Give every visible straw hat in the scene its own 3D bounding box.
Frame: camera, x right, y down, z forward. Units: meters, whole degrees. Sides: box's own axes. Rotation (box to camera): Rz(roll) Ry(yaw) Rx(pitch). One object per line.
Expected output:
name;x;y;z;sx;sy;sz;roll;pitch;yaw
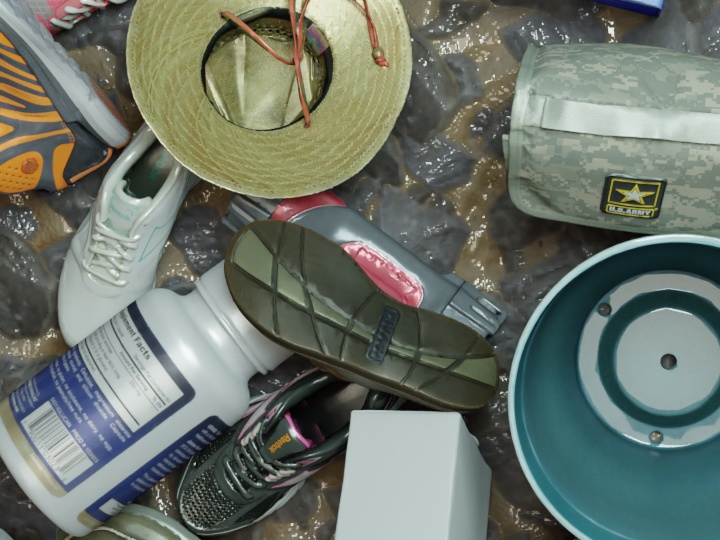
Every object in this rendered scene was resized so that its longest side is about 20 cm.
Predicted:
straw hat;-0.067;-0.130;1.118;0.201;0.085;0.201;4;75;-16

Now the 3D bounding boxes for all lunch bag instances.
lunch bag;0.176;-0.084;1.029;0.164;0.200;0.118;7;96;7

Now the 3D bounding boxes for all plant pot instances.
plant pot;0.201;0.070;1.046;0.200;0.188;0.200;1;95;10

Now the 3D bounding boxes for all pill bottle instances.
pill bottle;-0.147;0.083;1.134;0.200;0.111;0.111;-37;89;-1

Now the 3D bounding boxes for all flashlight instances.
flashlight;0.000;0.000;1.133;0.200;0.068;0.068;39;117;3

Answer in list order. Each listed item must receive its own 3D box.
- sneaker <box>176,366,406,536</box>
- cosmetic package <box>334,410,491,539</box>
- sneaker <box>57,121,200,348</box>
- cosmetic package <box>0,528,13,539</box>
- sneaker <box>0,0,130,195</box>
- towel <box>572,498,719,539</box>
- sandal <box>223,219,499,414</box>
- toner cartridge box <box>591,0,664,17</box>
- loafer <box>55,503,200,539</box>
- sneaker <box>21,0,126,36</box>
sneaker;-0.054;0.114;1.142;0.200;0.086;0.080;-42;87;11
cosmetic package;0.032;0.202;1.073;0.081;0.113;0.200;-2;61;16
sneaker;-0.167;-0.031;1.150;0.070;0.080;0.200;26;100;4
cosmetic package;-0.291;0.324;1.160;0.166;0.167;0.200;45;99;3
sneaker;-0.253;-0.123;1.093;0.112;0.078;0.200;-38;120;3
towel;0.204;0.259;1.119;0.165;0.086;0.200;-23;93;12
sandal;-0.003;0.038;1.089;0.200;0.055;0.082;25;64;-5
toner cartridge box;0.106;-0.214;1.080;0.200;0.095;0.043;16;97;7
loafer;-0.132;0.232;1.164;0.200;0.070;0.075;25;124;5
sneaker;-0.188;-0.209;1.138;0.087;0.074;0.200;34;99;3
